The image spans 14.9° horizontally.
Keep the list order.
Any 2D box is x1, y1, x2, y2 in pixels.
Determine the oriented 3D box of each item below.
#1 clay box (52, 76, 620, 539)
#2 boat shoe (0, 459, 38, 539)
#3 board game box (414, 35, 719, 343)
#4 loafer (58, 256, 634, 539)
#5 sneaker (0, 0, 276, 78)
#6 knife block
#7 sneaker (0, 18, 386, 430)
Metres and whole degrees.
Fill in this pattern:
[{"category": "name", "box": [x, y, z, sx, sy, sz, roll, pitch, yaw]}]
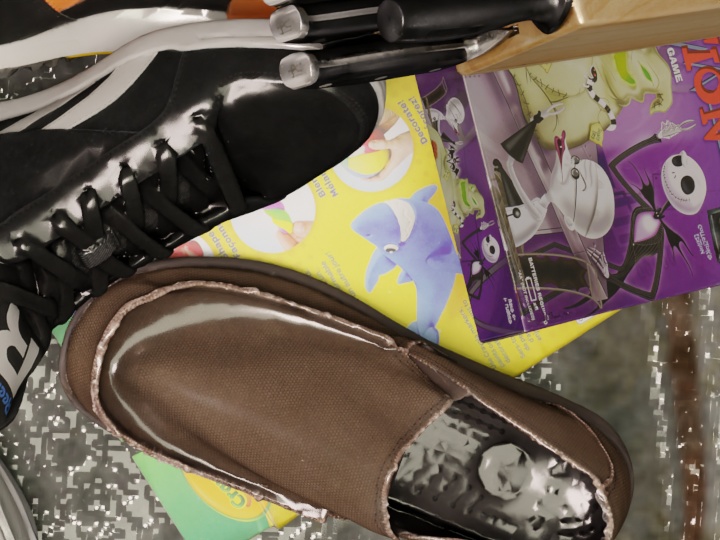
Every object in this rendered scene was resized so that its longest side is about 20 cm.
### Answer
[{"category": "clay box", "box": [0.000, 0.000, 0.944, 0.200, 0.048, 0.115, -31, 101, -3]}, {"category": "boat shoe", "box": [-0.171, 0.037, 0.911, 0.074, 0.065, 0.200, -40, 103, -1]}, {"category": "board game box", "box": [0.067, -0.085, 0.907, 0.120, 0.032, 0.201, -13, 88, -41]}, {"category": "loafer", "box": [0.001, 0.047, 0.890, 0.199, 0.071, 0.073, 15, 96, -9]}, {"category": "sneaker", "box": [-0.091, -0.116, 0.890, 0.199, 0.070, 0.090, -2, 116, -16]}, {"category": "knife block", "box": [0.066, -0.091, 0.850, 0.200, 0.064, 0.176, 39, 61, -23]}, {"category": "sneaker", "box": [-0.086, -0.004, 0.848, 0.199, 0.112, 0.073, -13, 138, 15]}]
